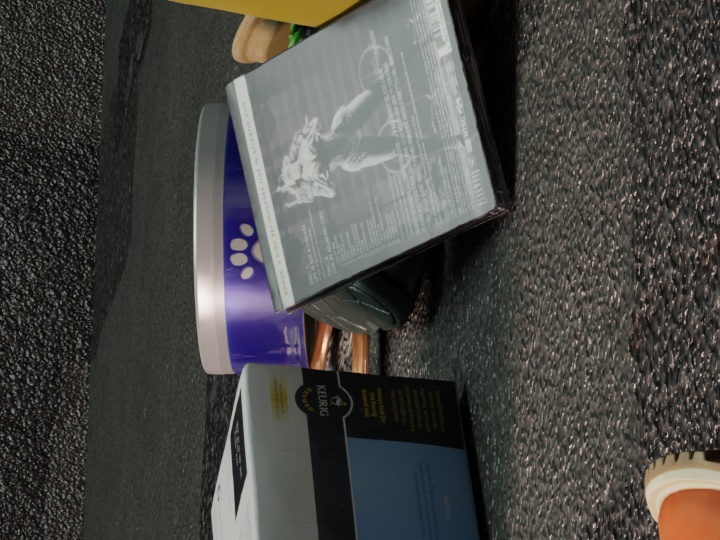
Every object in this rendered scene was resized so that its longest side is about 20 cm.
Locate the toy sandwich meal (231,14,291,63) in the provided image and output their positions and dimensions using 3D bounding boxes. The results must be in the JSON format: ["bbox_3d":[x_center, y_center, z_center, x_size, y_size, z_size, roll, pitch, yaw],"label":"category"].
[{"bbox_3d":[-0.027,-0.215,1.736,0.205,0.070,0.205,-44,-7,-7],"label":"toy sandwich meal"}]

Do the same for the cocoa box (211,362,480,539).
[{"bbox_3d":[-0.008,0.170,1.524,0.200,0.131,0.134,-97,16,-47],"label":"cocoa box"}]

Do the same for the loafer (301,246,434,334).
[{"bbox_3d":[0.000,0.000,1.741,0.063,0.072,0.200,-55,17,-11],"label":"loafer"}]

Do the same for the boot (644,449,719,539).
[{"bbox_3d":[0.149,0.112,0.919,0.200,0.075,0.108,159,111,-76],"label":"boot"}]

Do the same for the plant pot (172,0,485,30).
[{"bbox_3d":[0.003,-0.265,1.551,0.176,0.199,0.201,141,134,-62],"label":"plant pot"}]

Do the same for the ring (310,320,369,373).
[{"bbox_3d":[-0.011,0.085,1.872,0.200,0.019,0.201,-175,90,-80],"label":"ring"}]

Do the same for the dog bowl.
[{"bbox_3d":[-0.076,-0.024,1.979,0.200,0.078,0.201,-1,-90,-88],"label":"dog bowl"}]

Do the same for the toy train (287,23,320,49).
[{"bbox_3d":[-0.020,-0.145,1.712,0.056,0.042,0.200,-55,-7,-20],"label":"toy train"}]

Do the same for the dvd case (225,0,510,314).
[{"bbox_3d":[0.001,-0.074,1.572,0.200,0.016,0.149,-25,73,44],"label":"dvd case"}]
